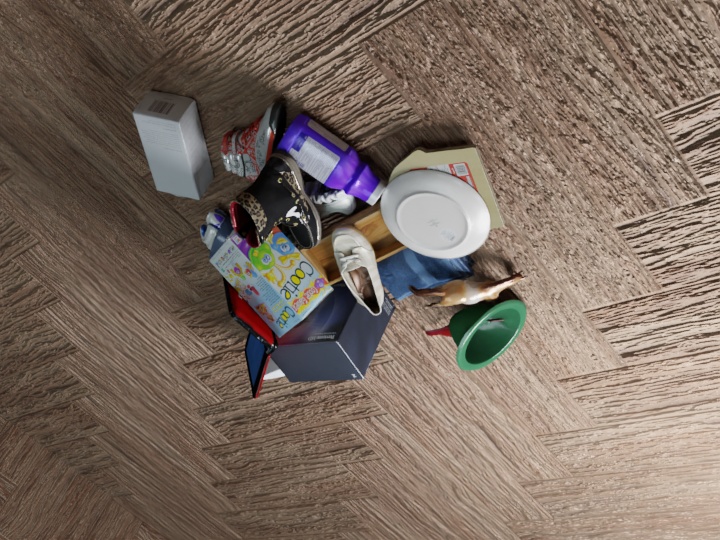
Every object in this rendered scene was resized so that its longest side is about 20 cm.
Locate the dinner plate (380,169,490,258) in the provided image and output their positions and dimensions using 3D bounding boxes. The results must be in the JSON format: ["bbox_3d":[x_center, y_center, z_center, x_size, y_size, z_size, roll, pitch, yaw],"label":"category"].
[{"bbox_3d":[0.129,-0.091,1.544,0.199,0.024,0.201,13,137,12],"label":"dinner plate"}]

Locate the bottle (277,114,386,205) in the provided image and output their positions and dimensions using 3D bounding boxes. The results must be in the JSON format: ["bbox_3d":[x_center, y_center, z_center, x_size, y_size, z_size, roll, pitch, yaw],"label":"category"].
[{"bbox_3d":[-0.047,-0.190,1.547,0.200,0.065,0.084,34,133,-5],"label":"bottle"}]

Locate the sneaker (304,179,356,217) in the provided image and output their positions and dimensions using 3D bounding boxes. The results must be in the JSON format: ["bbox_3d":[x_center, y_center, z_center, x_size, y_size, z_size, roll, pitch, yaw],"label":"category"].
[{"bbox_3d":[-0.099,-0.132,1.655,0.199,0.075,0.081,1,145,30],"label":"sneaker"}]

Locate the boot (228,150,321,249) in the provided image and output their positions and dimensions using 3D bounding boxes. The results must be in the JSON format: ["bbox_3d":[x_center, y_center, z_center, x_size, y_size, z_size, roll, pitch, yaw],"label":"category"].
[{"bbox_3d":[-0.148,-0.091,1.541,0.073,0.151,0.200,11,134,32],"label":"boot"}]

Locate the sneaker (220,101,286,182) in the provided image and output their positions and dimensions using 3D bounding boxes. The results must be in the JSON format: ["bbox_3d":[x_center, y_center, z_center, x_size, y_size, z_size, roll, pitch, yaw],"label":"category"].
[{"bbox_3d":[-0.199,-0.237,1.588,0.108,0.067,0.202,20,145,4],"label":"sneaker"}]

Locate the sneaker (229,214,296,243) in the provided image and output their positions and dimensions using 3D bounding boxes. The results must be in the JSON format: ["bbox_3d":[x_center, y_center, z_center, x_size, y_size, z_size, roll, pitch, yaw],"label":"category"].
[{"bbox_3d":[-0.169,-0.093,1.731,0.200,0.088,0.074,18,106,33],"label":"sneaker"}]

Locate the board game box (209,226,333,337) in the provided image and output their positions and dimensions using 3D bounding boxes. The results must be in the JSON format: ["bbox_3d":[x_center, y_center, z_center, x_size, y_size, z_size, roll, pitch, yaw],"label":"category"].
[{"bbox_3d":[-0.168,0.008,1.654,0.200,0.103,0.105,48,142,-3],"label":"board game box"}]

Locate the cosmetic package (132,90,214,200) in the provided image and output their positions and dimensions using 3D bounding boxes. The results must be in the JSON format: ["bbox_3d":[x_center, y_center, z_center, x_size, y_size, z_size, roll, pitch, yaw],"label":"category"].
[{"bbox_3d":[-0.354,-0.237,1.676,0.101,0.074,0.200,15,143,15],"label":"cosmetic package"}]

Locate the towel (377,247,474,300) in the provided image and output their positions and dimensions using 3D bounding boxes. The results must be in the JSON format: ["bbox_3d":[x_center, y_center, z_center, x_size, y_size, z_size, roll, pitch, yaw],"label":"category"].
[{"bbox_3d":[0.115,-0.010,1.687,0.200,0.049,0.112,-18,124,43],"label":"towel"}]

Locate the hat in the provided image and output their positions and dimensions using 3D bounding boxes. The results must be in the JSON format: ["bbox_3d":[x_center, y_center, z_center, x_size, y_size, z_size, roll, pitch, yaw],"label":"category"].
[{"bbox_3d":[0.202,0.087,1.740,0.165,0.200,0.176,26,-163,-51],"label":"hat"}]

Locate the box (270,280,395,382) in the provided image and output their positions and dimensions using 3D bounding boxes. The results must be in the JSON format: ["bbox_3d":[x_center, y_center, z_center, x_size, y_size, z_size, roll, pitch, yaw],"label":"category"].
[{"bbox_3d":[-0.063,0.117,1.815,0.200,0.199,0.123,-8,131,36],"label":"box"}]

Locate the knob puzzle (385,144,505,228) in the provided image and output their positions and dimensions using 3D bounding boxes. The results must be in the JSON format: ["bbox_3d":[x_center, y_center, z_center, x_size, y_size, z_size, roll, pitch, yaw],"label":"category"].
[{"bbox_3d":[0.137,-0.141,1.531,0.219,0.031,0.220,13,139,12],"label":"knob puzzle"}]

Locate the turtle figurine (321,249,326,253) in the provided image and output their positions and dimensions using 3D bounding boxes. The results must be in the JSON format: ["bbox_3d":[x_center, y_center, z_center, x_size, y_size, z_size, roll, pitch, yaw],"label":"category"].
[{"bbox_3d":[-0.103,0.015,1.775,0.149,0.101,0.200,6,140,-46],"label":"turtle figurine"}]

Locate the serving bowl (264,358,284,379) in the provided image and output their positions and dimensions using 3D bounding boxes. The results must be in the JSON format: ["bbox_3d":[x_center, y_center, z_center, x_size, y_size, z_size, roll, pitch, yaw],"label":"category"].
[{"bbox_3d":[-0.139,0.188,1.990,0.200,0.200,0.066,-27,75,46],"label":"serving bowl"}]

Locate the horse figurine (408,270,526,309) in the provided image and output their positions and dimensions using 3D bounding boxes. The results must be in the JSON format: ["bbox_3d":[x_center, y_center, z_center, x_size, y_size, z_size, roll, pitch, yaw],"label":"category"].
[{"bbox_3d":[0.196,0.041,1.645,0.199,0.050,0.133,-3,169,-15],"label":"horse figurine"}]

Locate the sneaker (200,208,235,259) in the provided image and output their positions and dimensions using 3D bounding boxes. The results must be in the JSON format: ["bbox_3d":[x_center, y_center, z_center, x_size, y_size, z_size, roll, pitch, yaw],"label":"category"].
[{"bbox_3d":[-0.248,-0.071,1.797,0.146,0.081,0.200,42,145,-26],"label":"sneaker"}]

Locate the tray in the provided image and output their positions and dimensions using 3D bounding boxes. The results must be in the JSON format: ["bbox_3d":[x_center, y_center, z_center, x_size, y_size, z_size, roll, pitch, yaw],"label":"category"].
[{"bbox_3d":[-0.003,-0.055,1.651,0.200,0.037,0.099,-26,122,17],"label":"tray"}]

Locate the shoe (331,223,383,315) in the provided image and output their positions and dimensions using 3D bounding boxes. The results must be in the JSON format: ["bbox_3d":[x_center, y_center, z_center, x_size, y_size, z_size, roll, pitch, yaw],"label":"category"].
[{"bbox_3d":[0.000,0.000,1.636,0.070,0.053,0.200,-17,124,12],"label":"shoe"}]

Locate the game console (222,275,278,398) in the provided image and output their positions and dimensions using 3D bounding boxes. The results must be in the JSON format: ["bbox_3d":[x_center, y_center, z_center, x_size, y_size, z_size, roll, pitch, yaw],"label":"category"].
[{"bbox_3d":[-0.234,0.119,1.711,0.119,0.200,0.172,-42,117,8],"label":"game console"}]
